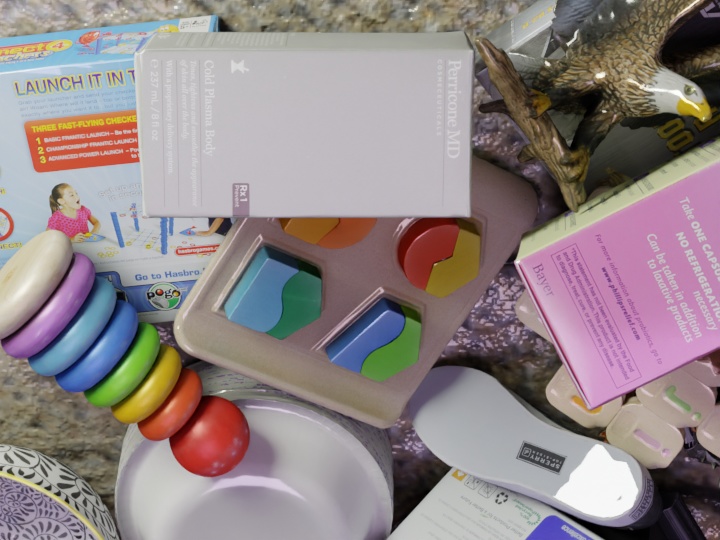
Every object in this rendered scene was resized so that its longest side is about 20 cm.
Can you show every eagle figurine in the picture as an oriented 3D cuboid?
[{"bbox_3d":[0.177,-0.129,1.178,0.200,0.151,0.152,-39,160,-9],"label":"eagle figurine"}]

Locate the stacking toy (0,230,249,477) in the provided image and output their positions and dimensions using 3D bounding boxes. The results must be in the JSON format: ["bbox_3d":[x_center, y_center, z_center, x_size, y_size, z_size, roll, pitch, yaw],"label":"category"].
[{"bbox_3d":[-0.153,0.066,1.294,0.085,0.085,0.200,-40,110,22],"label":"stacking toy"}]

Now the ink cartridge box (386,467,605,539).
[{"bbox_3d":[0.075,0.242,1.348,0.200,0.198,0.043,-45,132,-15],"label":"ink cartridge box"}]

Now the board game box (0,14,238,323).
[{"bbox_3d":[-0.176,-0.058,1.306,0.199,0.056,0.196,-5,121,4],"label":"board game box"}]

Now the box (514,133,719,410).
[{"bbox_3d":[0.200,-0.016,1.162,0.200,0.176,0.097,-27,92,7],"label":"box"}]

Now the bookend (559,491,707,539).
[{"bbox_3d":[0.137,0.271,1.384,0.199,0.199,0.092,-12,136,25],"label":"bookend"}]

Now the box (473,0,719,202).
[{"bbox_3d":[0.191,-0.105,1.274,0.158,0.048,0.200,-31,116,18],"label":"box"}]

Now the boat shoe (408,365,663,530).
[{"bbox_3d":[0.119,0.128,1.367,0.069,0.200,0.057,-60,145,-6],"label":"boat shoe"}]

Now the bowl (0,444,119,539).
[{"bbox_3d":[-0.251,0.192,1.431,0.200,0.094,0.201,6,124,9],"label":"bowl"}]

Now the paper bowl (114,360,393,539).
[{"bbox_3d":[-0.075,0.167,1.415,0.200,0.104,0.201,0,121,0],"label":"paper bowl"}]

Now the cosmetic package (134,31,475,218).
[{"bbox_3d":[-0.030,-0.088,1.197,0.199,0.090,0.107,-1,104,3],"label":"cosmetic package"}]

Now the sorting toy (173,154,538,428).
[{"bbox_3d":[0.000,0.000,1.309,0.185,0.036,0.200,23,109,-27],"label":"sorting toy"}]

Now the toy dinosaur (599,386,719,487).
[{"bbox_3d":[0.228,0.084,1.382,0.135,0.102,0.200,30,140,0],"label":"toy dinosaur"}]

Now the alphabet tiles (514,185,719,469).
[{"bbox_3d":[0.208,0.038,1.302,0.195,0.015,0.200,33,121,3],"label":"alphabet tiles"}]
